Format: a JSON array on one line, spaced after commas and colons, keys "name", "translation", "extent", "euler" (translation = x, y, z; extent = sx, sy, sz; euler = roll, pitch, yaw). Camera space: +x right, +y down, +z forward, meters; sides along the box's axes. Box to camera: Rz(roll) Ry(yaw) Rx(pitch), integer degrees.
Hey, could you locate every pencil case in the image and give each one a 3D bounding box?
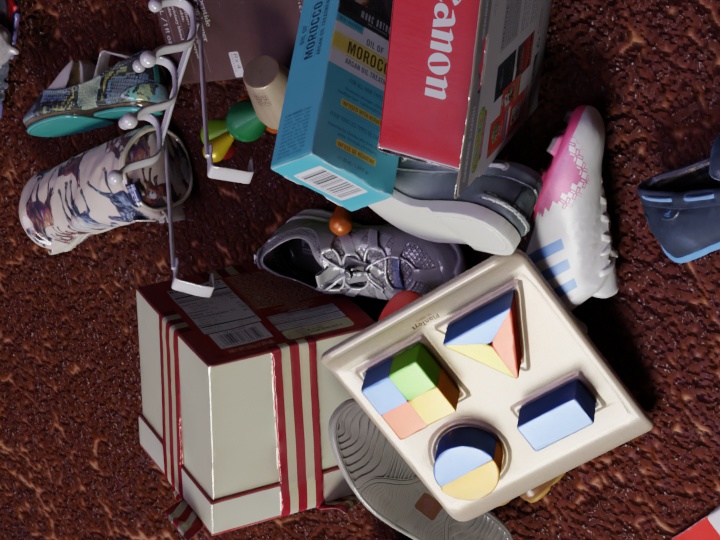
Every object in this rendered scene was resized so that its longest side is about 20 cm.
[{"name": "pencil case", "translation": [-0.241, -0.071, 1.737], "extent": [0.200, 0.078, 0.090], "euler": [-16, 80, 47]}]

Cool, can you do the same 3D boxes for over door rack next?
[{"name": "over door rack", "translation": [-0.154, -0.101, 1.486], "extent": [0.148, 0.066, 0.201], "euler": [113, 145, -45]}]

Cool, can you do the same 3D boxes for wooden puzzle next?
[{"name": "wooden puzzle", "translation": [0.095, 0.099, 1.400], "extent": [0.185, 0.046, 0.200], "euler": [-30, 115, 24]}]

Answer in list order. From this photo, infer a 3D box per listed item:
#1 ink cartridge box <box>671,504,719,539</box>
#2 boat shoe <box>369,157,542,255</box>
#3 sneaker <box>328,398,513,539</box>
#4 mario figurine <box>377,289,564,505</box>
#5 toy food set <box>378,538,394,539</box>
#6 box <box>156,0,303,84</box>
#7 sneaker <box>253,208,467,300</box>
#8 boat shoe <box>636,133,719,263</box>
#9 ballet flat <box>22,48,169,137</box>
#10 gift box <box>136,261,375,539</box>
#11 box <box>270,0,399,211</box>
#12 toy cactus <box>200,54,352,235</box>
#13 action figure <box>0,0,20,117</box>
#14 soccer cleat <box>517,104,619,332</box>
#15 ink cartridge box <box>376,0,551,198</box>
[{"name": "ink cartridge box", "translation": [0.329, 0.252, 1.363], "extent": [0.200, 0.045, 0.176], "euler": [53, 137, 10]}, {"name": "boat shoe", "translation": [0.059, -0.062, 1.378], "extent": [0.073, 0.062, 0.200], "euler": [42, 166, -36]}, {"name": "sneaker", "translation": [0.034, 0.177, 1.537], "extent": [0.200, 0.075, 0.106], "euler": [47, 171, -18]}, {"name": "mario figurine", "translation": [0.091, 0.089, 1.487], "extent": [0.123, 0.106, 0.200], "euler": [-31, 112, 16]}, {"name": "toy food set", "translation": [0.069, 0.332, 1.662], "extent": [0.199, 0.049, 0.199], "euler": [3, 113, 45]}, {"name": "box", "translation": [-0.076, -0.212, 1.502], "extent": [0.199, 0.075, 0.101], "euler": [-1, 110, 44]}, {"name": "sneaker", "translation": [0.000, 0.000, 1.527], "extent": [0.199, 0.082, 0.075], "euler": [7, 116, 40]}, {"name": "boat shoe", "translation": [0.256, -0.062, 1.238], "extent": [0.069, 0.084, 0.200], "euler": [52, 137, -6]}, {"name": "ballet flat", "translation": [-0.242, -0.166, 1.709], "extent": [0.199, 0.074, 0.075], "euler": [-5, 107, 44]}, {"name": "gift box", "translation": [-0.089, 0.119, 1.573], "extent": [0.200, 0.184, 0.188], "euler": [-132, 37, -55]}, {"name": "box", "translation": [-0.005, -0.153, 1.370], "extent": [0.049, 0.082, 0.201], "euler": [-16, 56, 47]}, {"name": "toy cactus", "translation": [-0.056, -0.111, 1.487], "extent": [0.199, 0.103, 0.165], "euler": [17, 162, 28]}, {"name": "action figure", "translation": [-0.394, -0.238, 1.787], "extent": [0.193, 0.104, 0.201], "euler": [39, 132, 37]}, {"name": "soccer cleat", "translation": [0.162, -0.030, 1.375], "extent": [0.086, 0.070, 0.201], "euler": [22, 126, 9]}, {"name": "ink cartridge box", "translation": [0.072, -0.178, 1.283], "extent": [0.083, 0.176, 0.201], "euler": [16, 123, 17]}]
